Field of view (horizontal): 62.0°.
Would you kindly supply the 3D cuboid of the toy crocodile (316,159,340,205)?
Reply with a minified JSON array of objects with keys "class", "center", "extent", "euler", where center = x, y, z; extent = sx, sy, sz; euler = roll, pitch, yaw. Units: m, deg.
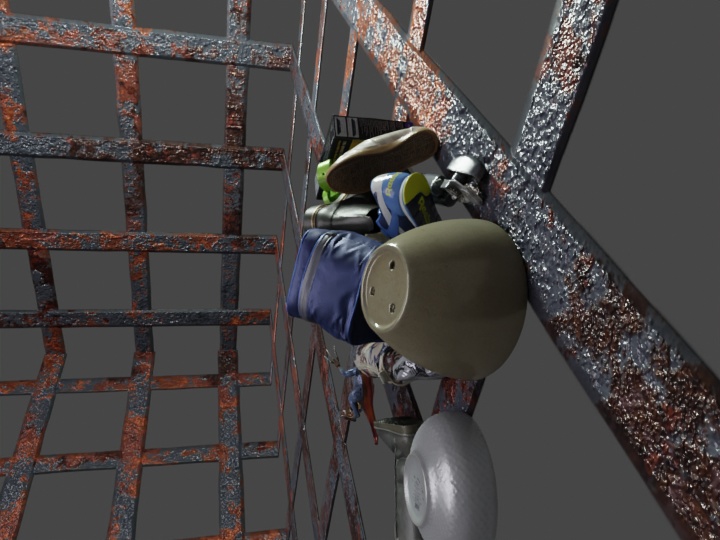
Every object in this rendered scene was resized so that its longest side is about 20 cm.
[{"class":"toy crocodile","center":[-0.008,-0.143,1.131],"extent":[0.067,0.197,0.064],"euler":[-22,59,39]}]

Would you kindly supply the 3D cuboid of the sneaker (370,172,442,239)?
[{"class":"sneaker","center":[0.072,-0.069,0.898],"extent":[0.075,0.080,0.203],"euler":[-55,-37,-30]}]

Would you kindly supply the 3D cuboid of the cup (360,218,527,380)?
[{"class":"cup","center":[0.084,0.029,0.733],"extent":[0.198,0.140,0.207],"euler":[-17,69,54]}]

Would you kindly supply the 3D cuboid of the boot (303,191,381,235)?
[{"class":"boot","center":[0.017,-0.094,0.997],"extent":[0.135,0.199,0.080],"euler":[0,114,37]}]

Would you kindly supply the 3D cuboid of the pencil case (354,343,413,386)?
[{"class":"pencil case","center":[0.046,0.162,1.089],"extent":[0.200,0.087,0.080],"euler":[159,93,-75]}]

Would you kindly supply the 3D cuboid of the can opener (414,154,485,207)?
[{"class":"can opener","center":[0.130,-0.132,0.882],"extent":[0.068,0.053,0.200],"euler":[-56,17,2]}]

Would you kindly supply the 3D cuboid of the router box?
[{"class":"router box","center":[0.003,-0.206,1.145],"extent":[0.201,0.152,0.054],"euler":[117,150,-61]}]

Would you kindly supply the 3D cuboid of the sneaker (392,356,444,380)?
[{"class":"sneaker","center":[0.103,0.104,0.909],"extent":[0.200,0.073,0.119],"euler":[143,128,-66]}]

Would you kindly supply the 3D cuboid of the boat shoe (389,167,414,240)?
[{"class":"boat shoe","center":[0.071,-0.092,1.056],"extent":[0.072,0.059,0.208],"euler":[124,144,-65]}]

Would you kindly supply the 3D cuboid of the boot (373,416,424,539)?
[{"class":"boot","center":[0.074,0.364,1.041],"extent":[0.182,0.070,0.207],"euler":[152,112,-76]}]

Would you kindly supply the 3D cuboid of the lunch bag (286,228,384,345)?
[{"class":"lunch bag","center":[-0.010,0.018,0.864],"extent":[0.198,0.130,0.140],"euler":[9,-80,-62]}]

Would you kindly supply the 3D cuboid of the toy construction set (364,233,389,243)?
[{"class":"toy construction set","center":[0.000,0.000,1.082],"extent":[0.130,0.091,0.205],"euler":[-27,39,47]}]

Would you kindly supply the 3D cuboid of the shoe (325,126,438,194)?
[{"class":"shoe","center":[0.034,-0.183,0.987],"extent":[0.054,0.194,0.071],"euler":[-96,-16,-58]}]

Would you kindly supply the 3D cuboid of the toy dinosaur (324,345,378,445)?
[{"class":"toy dinosaur","center":[0.017,0.233,1.307],"extent":[0.198,0.104,0.186],"euler":[35,117,28]}]

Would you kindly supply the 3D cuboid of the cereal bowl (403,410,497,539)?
[{"class":"cereal bowl","center":[0.113,0.302,0.837],"extent":[0.200,0.081,0.208],"euler":[-179,90,-75]}]
